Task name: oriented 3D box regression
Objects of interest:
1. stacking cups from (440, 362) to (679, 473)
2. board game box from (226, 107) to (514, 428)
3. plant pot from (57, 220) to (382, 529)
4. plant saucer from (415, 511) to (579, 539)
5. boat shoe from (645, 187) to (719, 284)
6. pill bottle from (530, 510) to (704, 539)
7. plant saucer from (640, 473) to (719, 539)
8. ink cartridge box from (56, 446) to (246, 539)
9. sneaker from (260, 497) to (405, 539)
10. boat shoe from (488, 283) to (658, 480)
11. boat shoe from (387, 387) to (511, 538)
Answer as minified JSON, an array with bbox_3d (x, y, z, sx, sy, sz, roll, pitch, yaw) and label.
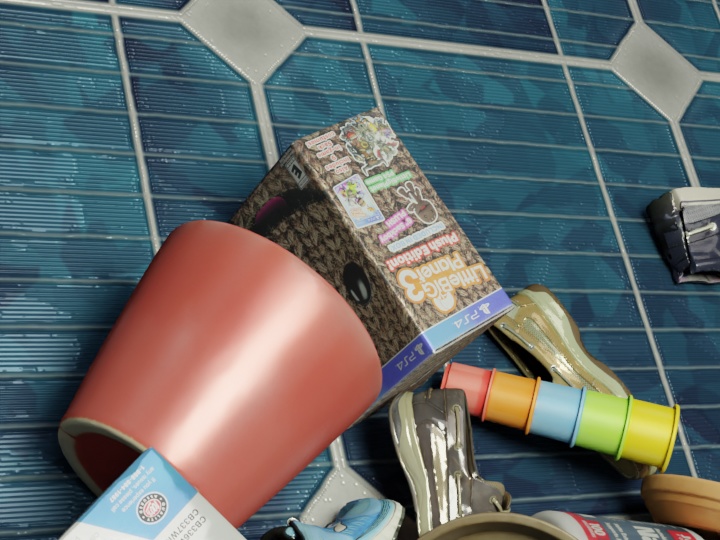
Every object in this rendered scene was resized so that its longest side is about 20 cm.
[{"bbox_3d":[0.167,0.115,1.325,0.200,0.061,0.061,16,52,6],"label":"stacking cups"},{"bbox_3d":[0.000,0.000,1.274,0.097,0.159,0.200,-27,78,-38],"label":"board game box"},{"bbox_3d":[-0.112,0.094,1.143,0.200,0.200,0.177,40,58,-4],"label":"plant pot"},{"bbox_3d":[0.106,0.281,1.179,0.200,0.200,0.029,52,8,6],"label":"plant saucer"},{"bbox_3d":[0.385,-0.035,1.591,0.200,0.075,0.093,-5,72,-25],"label":"boat shoe"},{"bbox_3d":[0.227,0.265,1.277,0.200,0.120,0.120,10,58,-26],"label":"pill bottle"},{"bbox_3d":[0.332,0.223,1.326,0.200,0.200,0.038,24,77,-17],"label":"plant saucer"},{"bbox_3d":[-0.135,0.253,1.042,0.200,0.146,0.147,44,56,-2],"label":"ink cartridge box"},{"bbox_3d":[-0.026,0.203,1.149,0.090,0.079,0.200,25,10,6],"label":"sneaker"},{"bbox_3d":[0.182,0.111,1.386,0.076,0.072,0.200,-30,72,-25],"label":"boat shoe"},{"bbox_3d":[0.081,0.186,1.237,0.074,0.073,0.200,12,61,-79],"label":"boat shoe"}]
